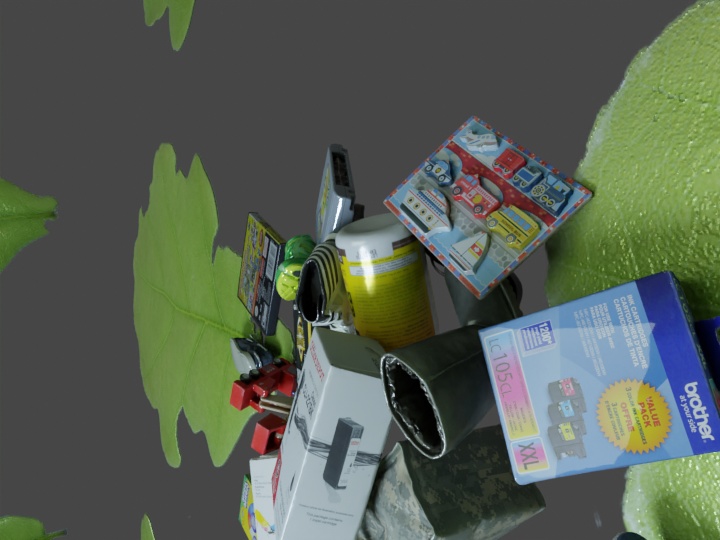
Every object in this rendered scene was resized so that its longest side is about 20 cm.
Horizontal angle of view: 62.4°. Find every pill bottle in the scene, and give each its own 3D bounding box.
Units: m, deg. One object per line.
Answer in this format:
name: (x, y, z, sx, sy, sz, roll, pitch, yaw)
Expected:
pill bottle: (0.039, 0.037, 0.753, 0.109, 0.108, 0.204, 13, 120, 56)

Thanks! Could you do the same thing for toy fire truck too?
toy fire truck: (-0.149, 0.227, 1.036, 0.139, 0.199, 0.050, 26, 112, 24)

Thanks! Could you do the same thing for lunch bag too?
lunch bag: (0.077, 0.271, 0.669, 0.201, 0.161, 0.119, -59, 43, 38)

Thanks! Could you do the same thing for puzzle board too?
puzzle board: (0.125, -0.079, 0.645, 0.150, 0.017, 0.200, -42, 45, 3)

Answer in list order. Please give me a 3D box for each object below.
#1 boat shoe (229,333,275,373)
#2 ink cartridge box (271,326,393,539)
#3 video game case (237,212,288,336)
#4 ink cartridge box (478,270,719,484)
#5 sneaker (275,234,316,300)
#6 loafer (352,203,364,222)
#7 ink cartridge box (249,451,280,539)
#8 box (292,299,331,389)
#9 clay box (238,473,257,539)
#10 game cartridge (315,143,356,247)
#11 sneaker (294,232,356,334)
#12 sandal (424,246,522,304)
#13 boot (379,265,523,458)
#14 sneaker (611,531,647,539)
boat shoe: (-0.230, 0.174, 1.249, 0.199, 0.061, 0.076, -2, 105, 66)
ink cartridge box: (-0.032, 0.181, 0.655, 0.144, 0.082, 0.204, -138, 65, -75)
video game case: (-0.207, 0.004, 1.247, 0.180, 0.025, 0.204, 40, 124, 50)
ink cartridge box: (0.214, 0.088, 0.494, 0.197, 0.076, 0.139, -23, 70, 30)
sneaker: (-0.096, -0.008, 0.924, 0.074, 0.200, 0.084, -37, 88, 11)
loafer: (0.000, 0.000, 0.902, 0.072, 0.061, 0.205, -139, 54, -88)
ink cartridge box: (-0.073, 0.380, 0.927, 0.144, 0.145, 0.204, -29, 67, 54)
box: (-0.075, 0.123, 0.962, 0.200, 0.048, 0.164, 164, 102, -77)
clay box: (-0.201, 0.508, 1.223, 0.199, 0.047, 0.117, 31, 116, 53)
game cartridge: (-0.041, -0.094, 0.901, 0.201, 0.040, 0.136, -99, 16, -58)
sneaker: (-0.040, 0.064, 0.795, 0.074, 0.115, 0.204, 1, 114, 32)
sandal: (0.116, -0.019, 0.713, 0.201, 0.044, 0.076, 52, 133, 44)
boot: (0.088, 0.069, 0.592, 0.183, 0.197, 0.073, 58, 138, 21)
sneaker: (0.281, 0.259, 0.435, 0.199, 0.074, 0.086, 41, 125, 38)
